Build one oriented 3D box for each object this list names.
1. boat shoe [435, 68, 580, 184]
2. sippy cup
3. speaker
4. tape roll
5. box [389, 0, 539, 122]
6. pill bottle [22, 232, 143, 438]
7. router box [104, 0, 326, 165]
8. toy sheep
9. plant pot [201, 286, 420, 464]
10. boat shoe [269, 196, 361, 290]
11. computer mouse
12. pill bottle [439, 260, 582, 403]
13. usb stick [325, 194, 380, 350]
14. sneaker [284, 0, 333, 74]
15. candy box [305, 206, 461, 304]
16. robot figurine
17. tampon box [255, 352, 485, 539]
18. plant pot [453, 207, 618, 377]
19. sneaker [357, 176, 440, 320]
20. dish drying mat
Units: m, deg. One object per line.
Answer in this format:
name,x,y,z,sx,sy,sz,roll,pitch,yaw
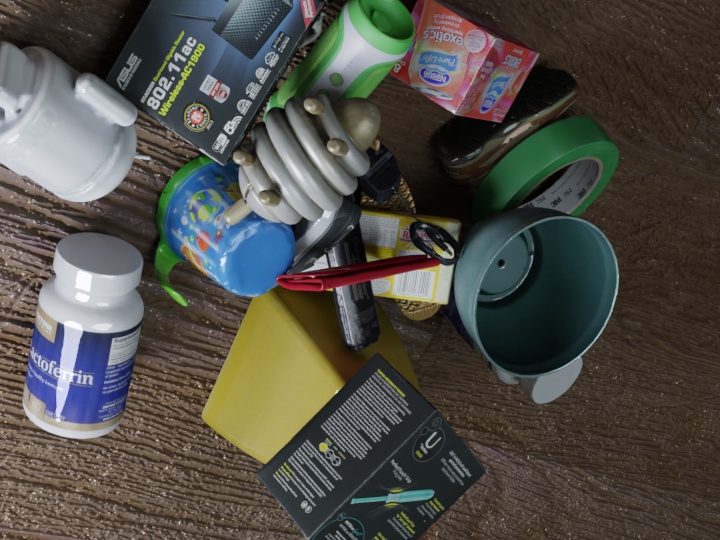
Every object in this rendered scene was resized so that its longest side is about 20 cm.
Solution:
boat shoe,0.182,-0.177,1.840,0.198,0.076,0.074,-31,140,-8
sippy cup,-0.140,-0.042,1.640,0.138,0.130,0.180,3,116,-38
speaker,-0.025,-0.210,1.594,0.088,0.089,0.200,4,144,-38
tape roll,0.235,-0.108,1.885,0.199,0.048,0.201,-28,155,-14
box,0.116,-0.236,1.666,0.095,0.102,0.200,-60,165,13
pill bottle,-0.298,0.070,1.608,0.114,0.116,0.202,-4,120,-35
router box,-0.146,-0.231,1.501,0.149,0.062,0.201,32,99,-2
toy sheep,-0.064,-0.113,1.536,0.198,0.139,0.138,-31,136,11
plant pot,-0.042,0.155,1.814,0.198,0.176,0.202,10,113,-41
boat shoe,-0.072,-0.025,1.693,0.056,0.069,0.200,17,142,-31
computer mouse,0.043,-0.081,1.743,0.059,0.201,0.034,-39,179,-36
pill bottle,0.193,0.073,1.908,0.110,0.200,0.112,-25,142,-22
usb stick,-0.015,-0.008,1.733,0.055,0.032,0.203,-24,108,-42
sneaker,-0.056,-0.293,1.562,0.074,0.088,0.202,15,109,-48
candy box,0.016,-0.022,1.770,0.197,0.026,0.104,7,102,-8
robot figurine,-0.301,-0.142,1.463,0.168,0.114,0.199,-18,144,33
tampon box,0.013,0.229,1.691,0.200,0.126,0.150,-43,135,-5
plant pot,0.192,0.009,1.783,0.198,0.134,0.203,-10,115,-22
sneaker,0.042,-0.040,1.830,0.074,0.090,0.203,-17,106,-1
dish drying mat,0.000,0.000,1.664,0.199,0.076,0.018,-11,98,-47
